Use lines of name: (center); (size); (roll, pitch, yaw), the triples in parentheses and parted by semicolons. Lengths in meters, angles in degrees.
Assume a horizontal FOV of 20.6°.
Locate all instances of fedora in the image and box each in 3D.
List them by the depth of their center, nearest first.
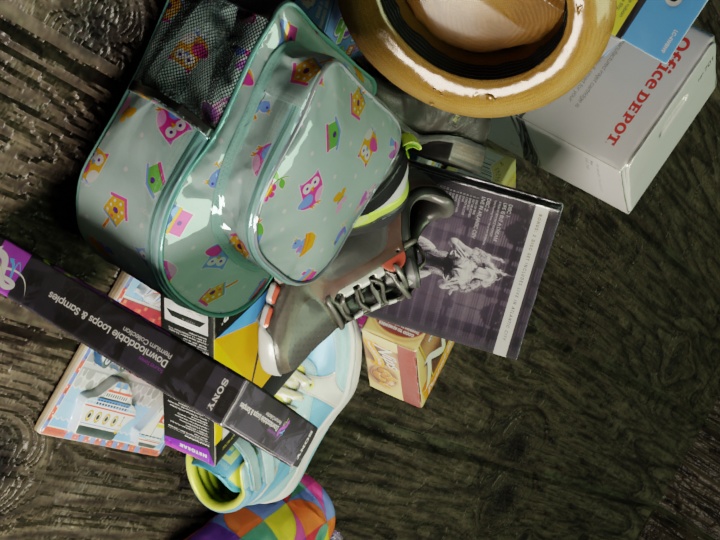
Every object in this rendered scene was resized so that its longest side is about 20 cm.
fedora: (0.081, -0.204, 1.361); (0.082, 0.199, 0.202); (-76, 180, -55)

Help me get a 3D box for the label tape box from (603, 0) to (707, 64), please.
label tape box: (0.198, -0.253, 1.578); (0.144, 0.199, 0.066); (-56, 160, -8)

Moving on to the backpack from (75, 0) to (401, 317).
backpack: (-0.080, -0.069, 1.263); (0.201, 0.153, 0.176); (-54, 154, -1)

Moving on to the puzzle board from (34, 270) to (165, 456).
puzzle board: (-0.152, 0.064, 1.459); (0.152, 0.017, 0.200); (-61, 158, 1)

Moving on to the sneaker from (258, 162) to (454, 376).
sneaker: (0.000, 0.000, 1.447); (0.201, 0.081, 0.077); (-55, 157, -20)

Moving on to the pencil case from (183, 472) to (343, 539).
pencil case: (-0.100, 0.245, 1.715); (0.200, 0.088, 0.089); (-28, 143, -50)

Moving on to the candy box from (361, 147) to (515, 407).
candy box: (0.070, 0.002, 1.689); (0.201, 0.055, 0.116); (-61, 163, -23)

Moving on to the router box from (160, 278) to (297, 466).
router box: (-0.077, 0.026, 1.481); (0.200, 0.051, 0.150); (-49, 152, -44)

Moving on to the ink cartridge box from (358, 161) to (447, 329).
ink cartridge box: (0.029, -0.042, 1.692); (0.120, 0.042, 0.201); (-51, 160, -26)

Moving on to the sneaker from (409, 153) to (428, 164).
sneaker: (0.057, -0.139, 1.574); (0.201, 0.076, 0.081); (-61, 149, 3)

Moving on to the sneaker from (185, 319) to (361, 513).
sneaker: (-0.073, 0.115, 1.614); (0.130, 0.079, 0.201); (-17, 132, -62)

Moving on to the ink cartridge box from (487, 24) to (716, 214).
ink cartridge box: (0.175, -0.162, 1.643); (0.147, 0.199, 0.086); (-53, 158, -15)

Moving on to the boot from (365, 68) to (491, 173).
boot: (0.057, -0.175, 1.465); (0.199, 0.069, 0.176); (19, 89, -55)

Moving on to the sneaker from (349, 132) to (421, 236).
sneaker: (-0.052, -0.058, 1.382); (0.199, 0.072, 0.083); (-21, 150, -19)

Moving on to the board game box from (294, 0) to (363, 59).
board game box: (0.020, -0.249, 1.413); (0.151, 0.036, 0.201); (-29, 142, -53)

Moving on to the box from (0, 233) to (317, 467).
box: (-0.132, 0.051, 1.235); (0.036, 0.199, 0.143); (-58, 159, -5)

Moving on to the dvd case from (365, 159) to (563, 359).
dvd case: (0.046, -0.018, 1.557); (0.016, 0.198, 0.150); (-68, 173, -54)
